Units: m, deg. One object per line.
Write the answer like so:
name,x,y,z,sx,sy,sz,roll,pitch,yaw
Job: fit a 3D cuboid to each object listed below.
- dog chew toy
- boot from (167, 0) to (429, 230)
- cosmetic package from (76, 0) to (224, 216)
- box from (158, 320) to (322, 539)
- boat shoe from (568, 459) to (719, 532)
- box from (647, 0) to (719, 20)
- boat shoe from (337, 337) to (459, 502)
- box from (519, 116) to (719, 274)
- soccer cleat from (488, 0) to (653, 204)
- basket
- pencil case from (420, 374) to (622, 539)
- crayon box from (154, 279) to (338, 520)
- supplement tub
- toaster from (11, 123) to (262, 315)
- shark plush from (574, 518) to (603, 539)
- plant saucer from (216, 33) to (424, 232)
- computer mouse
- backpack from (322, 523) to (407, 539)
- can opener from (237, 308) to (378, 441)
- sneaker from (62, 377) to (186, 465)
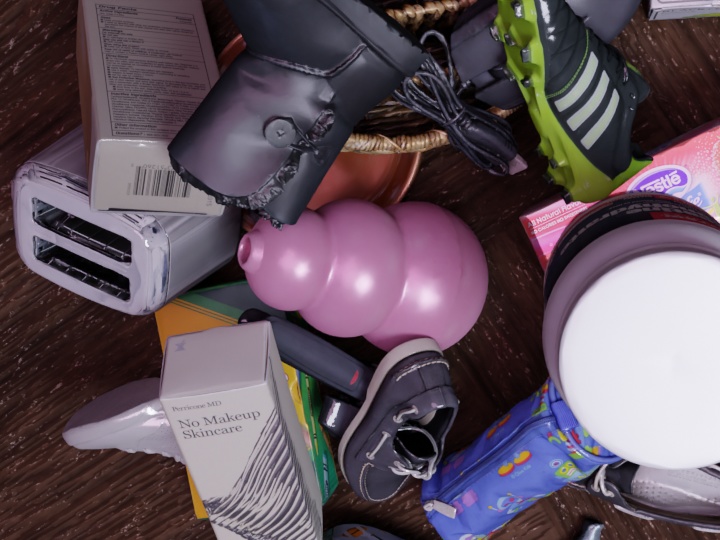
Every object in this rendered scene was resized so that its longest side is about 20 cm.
dog chew toy,0.000,0.000,0.774,0.200,0.125,0.125,9,101,-31
boot,-0.075,-0.129,0.641,0.200,0.076,0.168,32,108,-33
cosmetic package,-0.165,-0.136,0.783,0.105,0.200,0.071,2,136,-20
box,-0.085,0.136,0.756,0.082,0.068,0.200,-10,129,5
boat shoe,0.221,0.163,0.806,0.200,0.060,0.074,16,105,12
box,0.273,-0.294,0.746,0.116,0.060,0.200,-2,95,13
boat shoe,0.032,0.139,0.798,0.063,0.073,0.200,61,150,36
box,0.233,-0.043,0.763,0.200,0.095,0.103,-24,91,14
soccer cleat,0.142,-0.131,0.660,0.081,0.068,0.200,-30,131,-1
basket,0.039,-0.161,0.737,0.200,0.149,0.143,-11,92,-11
pencil case,0.121,0.149,0.776,0.200,0.087,0.078,-48,58,43
crayon box,-0.099,0.108,0.874,0.119,0.058,0.200,-10,94,14
supplement tub,0.186,0.030,0.631,0.140,0.200,0.141,2,102,10
toaster,-0.188,-0.043,0.822,0.200,0.129,0.114,24,126,16
shark plush,0.175,0.312,0.851,0.083,0.091,0.200,11,77,-8
plant saucer,-0.043,-0.118,0.852,0.200,0.032,0.201,2,97,13
computer mouse,0.127,-0.161,0.695,0.138,0.053,0.200,36,107,-32
backpack,0.013,0.314,0.831,0.190,0.154,0.200,25,104,20
can opener,-0.019,0.084,0.803,0.063,0.200,0.079,6,65,41
sneaker,-0.151,0.134,0.828,0.200,0.075,0.089,-15,109,16
